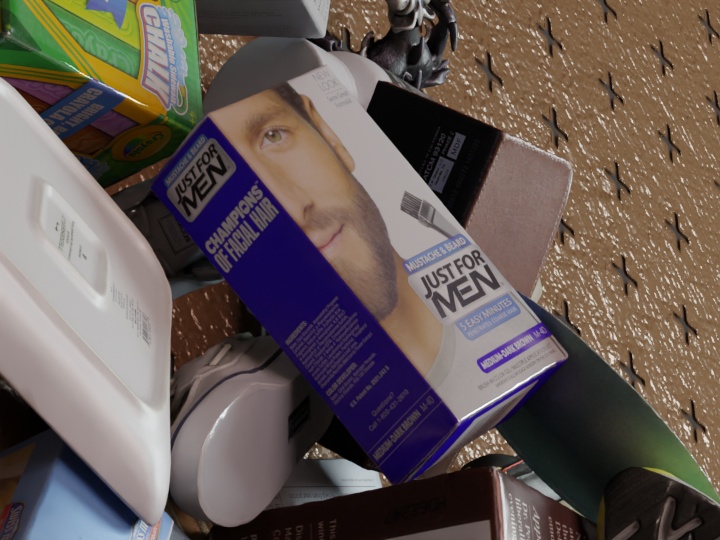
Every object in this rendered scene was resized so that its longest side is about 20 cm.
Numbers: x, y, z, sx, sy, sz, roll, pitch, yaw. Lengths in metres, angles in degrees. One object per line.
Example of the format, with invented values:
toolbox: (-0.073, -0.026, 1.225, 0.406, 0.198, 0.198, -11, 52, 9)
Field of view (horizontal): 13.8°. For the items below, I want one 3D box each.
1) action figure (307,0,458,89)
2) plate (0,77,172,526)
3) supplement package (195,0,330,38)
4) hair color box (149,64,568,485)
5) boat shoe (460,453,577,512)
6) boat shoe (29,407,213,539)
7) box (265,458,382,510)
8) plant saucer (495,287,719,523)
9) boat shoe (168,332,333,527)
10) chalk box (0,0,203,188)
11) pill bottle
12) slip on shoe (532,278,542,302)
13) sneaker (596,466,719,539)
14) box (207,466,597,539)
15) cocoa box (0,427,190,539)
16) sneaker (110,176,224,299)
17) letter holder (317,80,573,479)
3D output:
action figure: (0.010, -0.172, 1.863, 0.118, 0.201, 0.102, -19, 46, -37)
plate: (-0.143, -0.006, 1.368, 0.200, 0.032, 0.200, 50, 17, -26)
supplement package: (-0.088, -0.221, 1.633, 0.200, 0.119, 0.122, 56, 39, -69)
hair color box: (0.000, 0.000, 1.489, 0.200, 0.065, 0.109, 49, 37, 11)
boat shoe: (0.078, 0.152, 1.809, 0.063, 0.074, 0.201, 40, 29, 30)
boat shoe: (-0.086, 0.124, 1.521, 0.076, 0.072, 0.201, -36, 104, -23)
box: (-0.022, 0.203, 1.628, 0.156, 0.041, 0.201, 7, 65, -56)
plant saucer: (0.113, 0.088, 1.581, 0.201, 0.039, 0.201, 44, -11, 11)
boat shoe: (-0.068, 0.071, 1.471, 0.200, 0.065, 0.072, -46, 140, -64)
chalk box: (-0.162, -0.116, 1.537, 0.200, 0.124, 0.126, 25, 50, -49)
pill bottle: (0.002, -0.062, 1.775, 0.200, 0.113, 0.115, 29, 47, -48)
slip on shoe: (0.069, 0.029, 1.855, 0.061, 0.076, 0.200, 67, 25, -20)
sneaker: (0.176, 0.174, 1.529, 0.200, 0.078, 0.090, 55, 2, -25)
box: (0.043, 0.212, 1.492, 0.200, 0.163, 0.167, 34, 48, -56)
cocoa box: (-0.159, 0.191, 1.319, 0.131, 0.133, 0.200, 49, 34, -24)
sneaker: (-0.128, -0.010, 1.527, 0.200, 0.115, 0.075, -22, 88, -60)
letter holder: (0.047, 0.015, 1.700, 0.142, 0.100, 0.201, 20, 94, -50)
